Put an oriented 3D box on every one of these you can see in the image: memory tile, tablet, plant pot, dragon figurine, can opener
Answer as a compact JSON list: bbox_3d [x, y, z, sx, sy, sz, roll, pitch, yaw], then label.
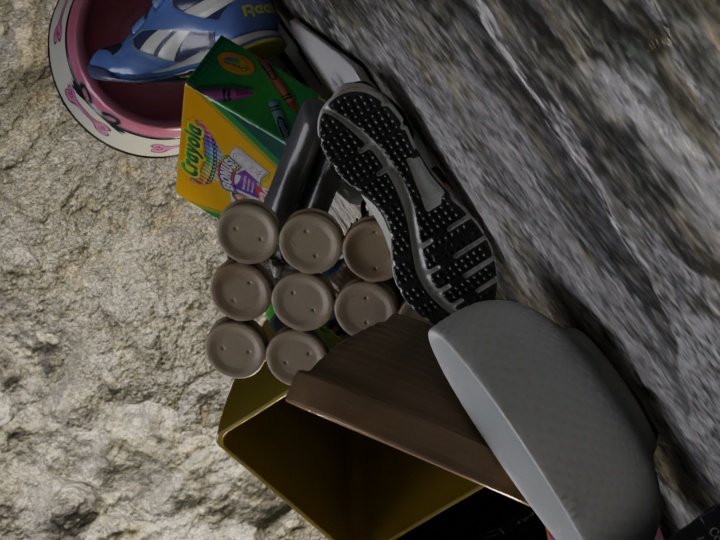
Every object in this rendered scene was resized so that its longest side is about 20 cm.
[{"bbox_3d":[-0.019,0.025,1.523,0.017,0.199,0.154,-68,-14,-64],"label":"memory tile"},{"bbox_3d":[0.000,-0.125,1.546,0.131,0.014,0.200,59,175,-24],"label":"tablet"},{"bbox_3d":[0.052,0.093,1.450,0.200,0.093,0.201,24,176,2],"label":"plant pot"},{"bbox_3d":[0.009,0.098,1.765,0.200,0.199,0.177,44,-154,-30],"label":"plant pot"},{"bbox_3d":[0.000,0.000,1.607,0.059,0.100,0.200,43,-177,2],"label":"dragon figurine"},{"bbox_3d":[-0.052,-0.062,1.563,0.067,0.053,0.201,-95,22,-47],"label":"can opener"}]

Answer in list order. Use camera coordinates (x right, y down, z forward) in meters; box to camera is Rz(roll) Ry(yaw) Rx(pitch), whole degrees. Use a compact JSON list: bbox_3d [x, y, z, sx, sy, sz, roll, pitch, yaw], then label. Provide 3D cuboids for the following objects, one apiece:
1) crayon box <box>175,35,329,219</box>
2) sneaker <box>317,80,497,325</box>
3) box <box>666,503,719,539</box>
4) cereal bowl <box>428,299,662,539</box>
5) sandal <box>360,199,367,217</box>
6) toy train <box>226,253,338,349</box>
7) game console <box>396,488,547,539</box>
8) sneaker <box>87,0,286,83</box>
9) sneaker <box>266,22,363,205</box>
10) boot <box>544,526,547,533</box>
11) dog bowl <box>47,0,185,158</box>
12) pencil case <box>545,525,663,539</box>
[{"bbox_3d":[-0.089,-0.100,1.664,0.118,0.058,0.200,31,156,7],"label":"crayon box"},{"bbox_3d":[0.039,-0.051,1.398,0.201,0.073,0.080,62,-170,-18],"label":"sneaker"},{"bbox_3d":[0.175,0.253,1.249,0.104,0.182,0.200,54,176,16],"label":"box"},{"bbox_3d":[0.131,0.099,1.268,0.201,0.083,0.200,56,176,6],"label":"cereal bowl"},{"bbox_3d":[0.023,-0.037,1.647,0.076,0.043,0.200,50,178,25],"label":"sandal"},{"bbox_3d":[-0.056,0.042,1.635,0.056,0.042,0.200,37,-170,-49],"label":"toy train"},{"bbox_3d":[0.113,0.260,1.840,0.176,0.199,0.117,52,173,41],"label":"game console"},{"bbox_3d":[-0.152,-0.206,1.694,0.074,0.199,0.083,-13,-89,-59],"label":"sneaker"},{"bbox_3d":[-0.060,-0.130,1.733,0.200,0.080,0.076,54,174,14],"label":"sneaker"},{"bbox_3d":[0.194,0.218,1.620,0.165,0.065,0.200,59,179,-15],"label":"boot"},{"bbox_3d":[-0.183,-0.206,1.804,0.201,0.200,0.074,57,167,-5],"label":"dog bowl"},{"bbox_3d":[0.205,0.231,1.449,0.200,0.087,0.087,59,175,-35],"label":"pencil case"}]
